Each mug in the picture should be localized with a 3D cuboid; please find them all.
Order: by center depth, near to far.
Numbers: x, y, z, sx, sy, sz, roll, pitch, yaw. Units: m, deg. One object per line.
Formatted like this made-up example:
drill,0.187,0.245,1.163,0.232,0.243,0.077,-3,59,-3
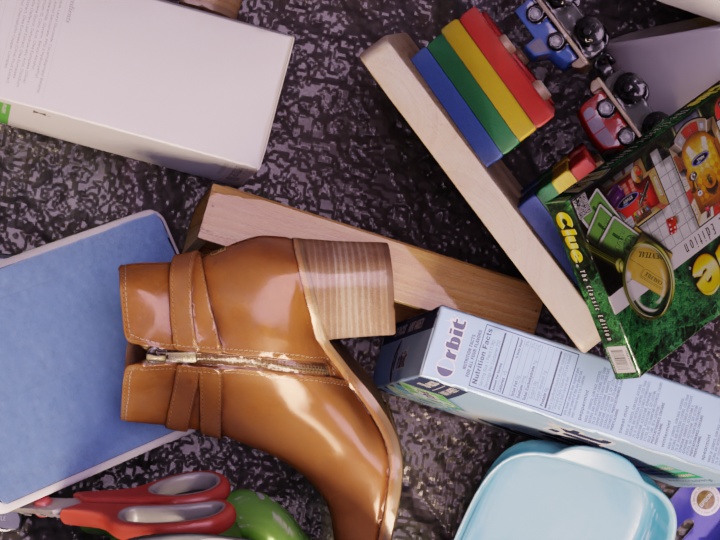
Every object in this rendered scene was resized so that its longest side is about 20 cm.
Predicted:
mug,0.247,-0.078,1.628,0.185,0.149,0.154,-12,95,-3

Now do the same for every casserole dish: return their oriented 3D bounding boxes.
casserole dish,0.104,0.176,1.596,0.120,0.039,0.201,17,117,-8

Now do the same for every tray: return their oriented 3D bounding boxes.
tray,0.000,0.000,1.600,0.199,0.099,0.037,18,82,-7

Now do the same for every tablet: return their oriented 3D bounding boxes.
tablet,-0.159,0.048,1.559,0.199,0.014,0.131,-22,86,-45

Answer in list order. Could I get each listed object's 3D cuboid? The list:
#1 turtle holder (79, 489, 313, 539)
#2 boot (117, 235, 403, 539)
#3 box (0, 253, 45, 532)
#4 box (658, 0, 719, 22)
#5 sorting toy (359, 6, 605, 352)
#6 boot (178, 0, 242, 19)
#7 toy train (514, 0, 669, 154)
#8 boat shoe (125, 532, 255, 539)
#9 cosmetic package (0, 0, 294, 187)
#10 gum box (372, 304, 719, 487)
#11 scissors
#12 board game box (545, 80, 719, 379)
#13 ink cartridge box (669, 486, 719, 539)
turtle holder,-0.111,0.201,1.563,0.140,0.186,0.132,-17,106,32
boot,-0.056,0.081,1.532,0.154,0.077,0.202,-4,108,-4
box,-0.283,0.062,1.576,0.198,0.051,0.159,5,86,-8
box,0.227,-0.245,1.531,0.151,0.106,0.201,19,65,2
sorting toy,0.092,-0.064,1.563,0.069,0.200,0.199,-37,92,7
boot,-0.144,-0.234,1.619,0.200,0.071,0.145,14,77,-11
toy train,0.148,-0.086,1.568,0.046,0.034,0.201,-36,83,8
boat shoe,-0.046,0.182,1.478,0.201,0.074,0.065,17,70,-47
cosmetic package,-0.147,-0.116,1.584,0.199,0.108,0.085,16,83,-6
gum box,0.117,0.075,1.577,0.199,0.170,0.045,19,83,-7
scissors,-0.163,0.130,1.506,0.198,0.073,0.014,-3,112,6
board game box,0.185,-0.034,1.493,0.200,0.023,0.105,-35,110,-37
ink cartridge box,0.248,0.218,1.656,0.200,0.037,0.095,43,81,-1
